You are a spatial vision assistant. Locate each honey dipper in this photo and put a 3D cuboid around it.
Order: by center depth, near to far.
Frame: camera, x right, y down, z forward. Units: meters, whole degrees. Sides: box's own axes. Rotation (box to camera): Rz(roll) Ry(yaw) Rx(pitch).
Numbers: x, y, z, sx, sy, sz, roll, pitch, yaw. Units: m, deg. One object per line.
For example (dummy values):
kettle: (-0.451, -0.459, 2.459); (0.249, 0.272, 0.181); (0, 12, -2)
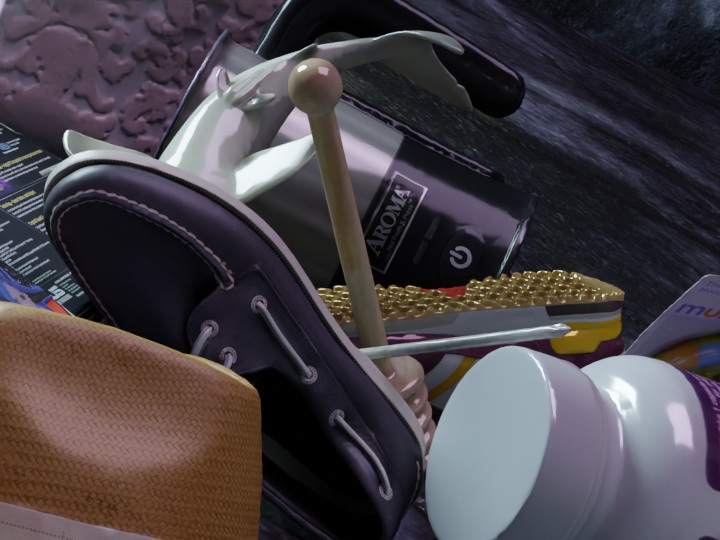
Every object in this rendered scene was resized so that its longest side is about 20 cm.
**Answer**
honey dipper: (0.000, 0.000, 0.842); (0.038, 0.201, 0.038); (-9, 30, 5)

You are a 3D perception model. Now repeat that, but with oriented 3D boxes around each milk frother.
milk frother: (-0.011, -0.039, 1.083); (0.187, 0.181, 0.200); (28, -27, -2)

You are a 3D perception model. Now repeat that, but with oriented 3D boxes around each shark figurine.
shark figurine: (-0.047, -0.047, 0.910); (0.127, 0.090, 0.215); (25, 53, 22)

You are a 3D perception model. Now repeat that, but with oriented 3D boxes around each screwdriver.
screwdriver: (0.002, 0.034, 0.816); (0.029, 0.028, 0.199); (5, -10, -44)

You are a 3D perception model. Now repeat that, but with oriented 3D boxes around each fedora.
fedora: (-0.090, 0.054, 0.553); (0.199, 0.082, 0.201); (14, -6, 1)

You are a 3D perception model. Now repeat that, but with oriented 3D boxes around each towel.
towel: (-0.113, -0.141, 1.077); (0.199, 0.192, 0.032); (20, 8, -29)

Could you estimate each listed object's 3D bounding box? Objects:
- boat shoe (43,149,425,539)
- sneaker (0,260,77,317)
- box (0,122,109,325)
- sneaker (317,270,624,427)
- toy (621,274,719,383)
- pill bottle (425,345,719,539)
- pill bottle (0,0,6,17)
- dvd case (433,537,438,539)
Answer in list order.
boat shoe: (-0.049, 0.035, 0.776); (0.200, 0.072, 0.063); (45, 28, -19)
sneaker: (-0.119, 0.044, 0.709); (0.200, 0.075, 0.078); (41, 8, 13)
box: (-0.172, -0.020, 0.850); (0.159, 0.044, 0.200); (29, 15, 2)
sneaker: (0.034, 0.054, 0.939); (0.198, 0.091, 0.075); (-4, 12, -14)
toy: (0.158, 0.075, 0.896); (0.114, 0.200, 0.048); (7, 60, -21)
pill bottle: (0.129, 0.099, 0.795); (0.199, 0.113, 0.112); (22, 16, -27)
pill bottle: (-0.275, -0.149, 0.961); (0.199, 0.111, 0.111); (23, 15, -19)
dvd case: (0.111, 0.179, 0.757); (0.142, 0.018, 0.200); (22, 17, -24)
